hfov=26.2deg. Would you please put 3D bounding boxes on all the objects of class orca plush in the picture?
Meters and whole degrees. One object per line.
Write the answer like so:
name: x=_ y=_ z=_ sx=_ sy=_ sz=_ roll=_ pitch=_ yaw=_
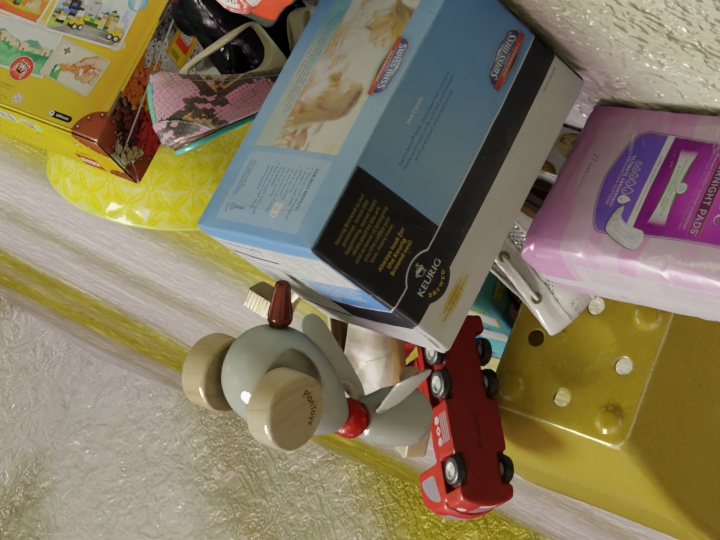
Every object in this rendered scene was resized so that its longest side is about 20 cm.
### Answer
orca plush: x=-0.090 y=-0.144 z=1.101 sx=0.105 sy=0.071 sz=0.200 roll=10 pitch=147 yaw=12

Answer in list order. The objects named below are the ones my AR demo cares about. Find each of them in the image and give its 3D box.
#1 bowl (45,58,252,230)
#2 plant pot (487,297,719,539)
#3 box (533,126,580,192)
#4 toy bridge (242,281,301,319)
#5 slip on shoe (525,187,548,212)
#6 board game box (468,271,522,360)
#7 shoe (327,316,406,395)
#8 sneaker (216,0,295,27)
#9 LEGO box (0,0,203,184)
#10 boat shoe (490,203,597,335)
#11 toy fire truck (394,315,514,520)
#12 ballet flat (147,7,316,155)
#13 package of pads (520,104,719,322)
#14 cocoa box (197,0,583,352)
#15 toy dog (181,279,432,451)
bowl: x=-0.153 y=-0.127 z=1.250 sx=0.200 sy=0.200 sz=0.108 roll=21 pitch=123 yaw=20
plant pot: x=0.202 y=0.083 z=1.194 sx=0.194 sy=0.196 sz=0.200 roll=18 pitch=172 yaw=31
box: x=0.155 y=-0.072 z=1.080 sx=0.200 sy=0.041 sz=0.039 roll=22 pitch=167 yaw=22
toy bridge: x=-0.029 y=-0.037 z=1.188 sx=0.067 sy=0.200 sz=0.027 roll=30 pitch=-154 yaw=16
slip on shoe: x=0.135 y=-0.053 z=1.146 sx=0.200 sy=0.061 sz=0.074 roll=31 pitch=153 yaw=38
board game box: x=0.067 y=0.013 z=1.273 sx=0.151 sy=0.047 sz=0.200 roll=14 pitch=163 yaw=28
shoe: x=0.000 y=0.000 z=1.128 sx=0.053 sy=0.200 sz=0.070 roll=-7 pitch=-165 yaw=-19
sneaker: x=-0.079 y=-0.208 z=0.931 sx=0.108 sy=0.067 sz=0.201 roll=26 pitch=170 yaw=-10
LEGO box: x=-0.230 y=-0.173 z=1.175 sx=0.200 sy=0.149 sz=0.077 roll=21 pitch=167 yaw=22
boat shoe: x=0.079 y=-0.030 z=1.095 sx=0.200 sy=0.069 sz=0.071 roll=40 pitch=176 yaw=24
toy fire truck: x=0.049 y=0.099 z=1.174 sx=0.049 sy=0.200 sz=0.141 roll=1 pitch=157 yaw=-26
ballet flat: x=-0.054 y=-0.137 z=1.046 sx=0.069 sy=0.200 sz=0.071 roll=-3 pitch=106 yaw=62
package of pads: x=0.206 y=-0.033 z=0.952 sx=0.200 sy=0.121 sz=0.076 roll=13 pitch=162 yaw=46
cocoa box: x=0.019 y=-0.074 z=0.970 sx=0.131 sy=0.200 sz=0.133 roll=36 pitch=166 yaw=-36
toy dog: x=-0.023 y=0.060 z=1.002 sx=0.132 sy=0.096 sz=0.200 roll=21 pitch=-175 yaw=20
